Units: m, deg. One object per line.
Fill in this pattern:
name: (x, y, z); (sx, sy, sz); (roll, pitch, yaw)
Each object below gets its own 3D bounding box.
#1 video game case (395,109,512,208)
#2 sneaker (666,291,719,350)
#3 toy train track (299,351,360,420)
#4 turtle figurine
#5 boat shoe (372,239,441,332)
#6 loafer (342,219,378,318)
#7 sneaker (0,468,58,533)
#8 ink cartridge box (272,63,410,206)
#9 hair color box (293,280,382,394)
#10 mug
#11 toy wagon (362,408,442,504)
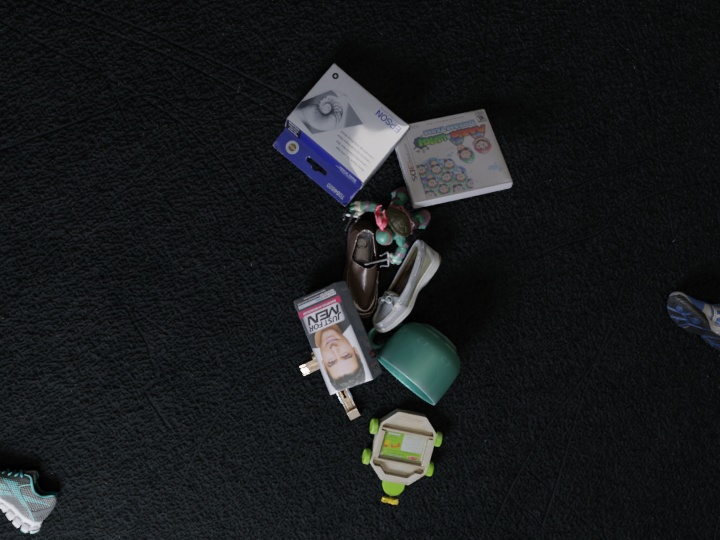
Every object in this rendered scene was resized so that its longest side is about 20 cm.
video game case: (0.176, -0.223, 1.201); (0.199, 0.024, 0.183); (-12, 67, -5)
sneaker: (0.758, 0.101, 1.341); (0.200, 0.076, 0.077); (35, 70, -10)
toy train track: (-0.052, 0.225, 1.272); (0.114, 0.033, 0.201); (-26, 101, -3)
turtle figurine: (0.059, -0.084, 1.167); (0.100, 0.200, 0.150); (-16, 108, 38)
boat shoe: (0.083, 0.033, 1.236); (0.065, 0.074, 0.202); (38, 88, -27)
loafer: (0.000, 0.000, 1.229); (0.073, 0.071, 0.201); (-4, 98, -6)
sneaker: (-0.689, 0.424, 1.213); (0.091, 0.078, 0.200); (-46, 104, -15)
ink cartridge box: (-0.040, -0.263, 1.187); (0.199, 0.041, 0.200); (39, 91, 2)
hair color box: (-0.045, 0.132, 1.210); (0.099, 0.061, 0.201); (-24, 86, 19)
mug: (0.113, 0.166, 1.223); (0.185, 0.152, 0.114); (43, 79, -7)
toy wagon: (0.083, 0.399, 1.308); (0.155, 0.040, 0.201); (13, 96, -8)
